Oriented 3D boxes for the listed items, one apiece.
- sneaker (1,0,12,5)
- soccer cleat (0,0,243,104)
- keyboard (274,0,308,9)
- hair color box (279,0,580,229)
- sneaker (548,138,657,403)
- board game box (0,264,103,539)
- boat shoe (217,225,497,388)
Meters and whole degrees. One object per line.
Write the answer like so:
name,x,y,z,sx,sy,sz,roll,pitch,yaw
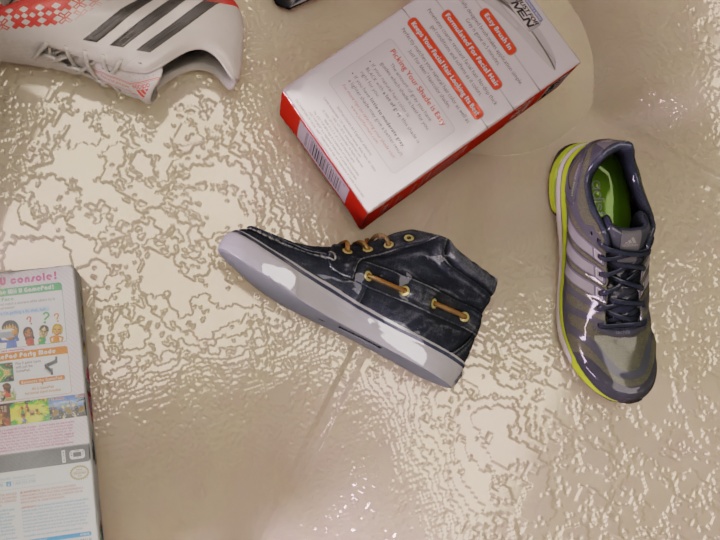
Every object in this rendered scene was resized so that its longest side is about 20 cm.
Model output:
sneaker,-0.314,-0.178,0.779,0.075,0.088,0.201,32,79,-2
soccer cleat,-0.180,-0.160,0.807,0.197,0.069,0.086,-8,79,-13
keyboard,-0.058,-0.310,0.857,0.103,0.040,0.202,-26,87,-9
hair color box,0.050,-0.136,0.834,0.199,0.064,0.111,-35,86,-9
sneaker,0.183,-0.003,0.822,0.073,0.081,0.203,-8,83,-8
board game box,-0.255,0.106,0.760,0.145,0.064,0.203,-5,84,-9
boat shoe,0.000,0.000,0.808,0.199,0.071,0.092,29,78,-9
